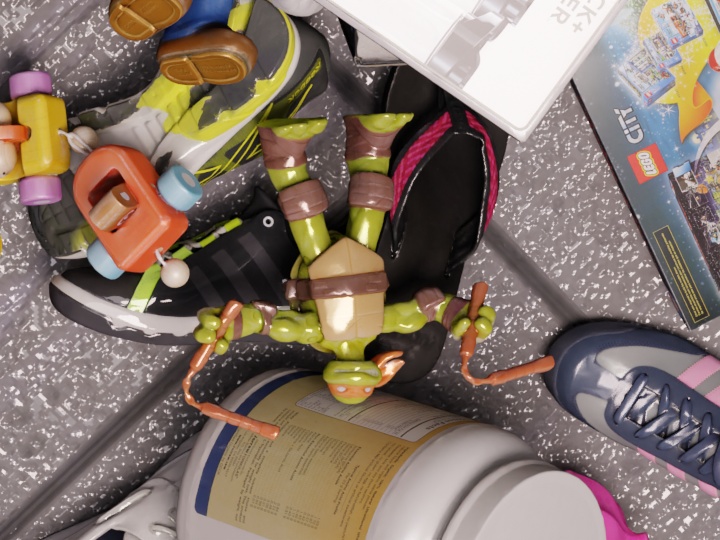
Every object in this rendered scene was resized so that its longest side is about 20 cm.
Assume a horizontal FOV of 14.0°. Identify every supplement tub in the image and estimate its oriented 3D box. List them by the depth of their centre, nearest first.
[{"bbox_3d":[0.016,0.140,1.548,0.144,0.199,0.145,-18,115,-44],"label":"supplement tub"}]

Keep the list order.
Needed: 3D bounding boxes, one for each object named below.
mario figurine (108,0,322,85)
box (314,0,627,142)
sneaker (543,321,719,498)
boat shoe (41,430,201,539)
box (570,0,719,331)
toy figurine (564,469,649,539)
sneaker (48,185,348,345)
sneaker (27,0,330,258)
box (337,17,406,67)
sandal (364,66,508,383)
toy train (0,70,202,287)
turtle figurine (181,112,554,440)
[{"bbox_3d":[-0.061,-0.199,1.469,0.105,0.201,0.124,8,150,5],"label":"mario figurine"},{"bbox_3d":[0.029,-0.165,1.379,0.200,0.060,0.117,34,102,-16],"label":"box"},{"bbox_3d":[0.198,0.090,1.642,0.199,0.082,0.070,22,105,-12],"label":"sneaker"},{"bbox_3d":[-0.112,0.155,1.640,0.200,0.065,0.074,-35,108,6],"label":"boat shoe"},{"bbox_3d":[0.198,-0.085,1.607,0.136,0.038,0.201,-26,109,3],"label":"box"},{"bbox_3d":[0.073,0.189,1.660,0.200,0.150,0.185,35,88,9],"label":"toy figurine"},{"bbox_3d":[-0.071,-0.007,1.595,0.199,0.072,0.083,1,101,-18],"label":"sneaker"},{"bbox_3d":[-0.092,-0.066,1.565,0.200,0.084,0.075,-35,67,26],"label":"sneaker"},{"bbox_3d":[0.028,-0.220,1.479,0.086,0.164,0.201,-3,110,-5],"label":"box"},{"bbox_3d":[0.042,-0.037,1.576,0.075,0.045,0.201,13,86,-20],"label":"sandal"},{"bbox_3d":[-0.183,-0.018,1.533,0.200,0.056,0.151,-39,69,22],"label":"toy train"},{"bbox_3d":[0.000,0.000,1.530,0.199,0.064,0.162,-4,93,-12],"label":"turtle figurine"}]
